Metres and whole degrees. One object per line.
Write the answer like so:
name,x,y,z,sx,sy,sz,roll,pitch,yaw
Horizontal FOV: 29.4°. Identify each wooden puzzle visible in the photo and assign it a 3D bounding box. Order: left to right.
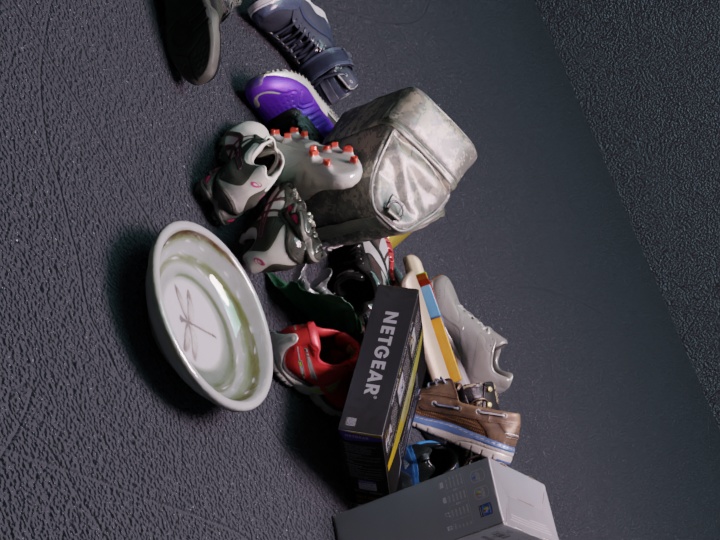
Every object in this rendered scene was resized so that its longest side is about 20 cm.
wooden puzzle,0.097,0.076,1.800,0.200,0.037,0.187,-64,136,-80

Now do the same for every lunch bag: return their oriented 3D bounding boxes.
lunch bag,0.021,-0.110,1.684,0.139,0.199,0.168,46,64,-21

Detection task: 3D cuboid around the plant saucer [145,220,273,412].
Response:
plant saucer,-0.161,0.051,1.366,0.200,0.050,0.201,48,29,-38

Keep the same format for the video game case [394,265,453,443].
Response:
video game case,0.070,0.110,1.867,0.181,0.025,0.201,55,25,-27

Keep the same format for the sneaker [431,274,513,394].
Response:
sneaker,0.166,0.095,2.011,0.076,0.091,0.202,1,67,-67

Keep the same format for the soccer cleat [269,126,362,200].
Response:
soccer cleat,-0.055,-0.116,1.629,0.200,0.069,0.078,30,-57,57

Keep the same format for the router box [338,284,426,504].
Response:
router box,0.028,0.143,1.557,0.158,0.052,0.201,83,19,-50

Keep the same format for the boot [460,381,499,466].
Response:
boot,0.158,0.229,1.855,0.200,0.073,0.152,19,60,-69

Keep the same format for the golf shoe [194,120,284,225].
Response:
golf shoe,-0.120,-0.122,1.584,0.077,0.088,0.201,55,23,-22

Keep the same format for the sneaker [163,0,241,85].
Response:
sneaker,-0.182,-0.299,1.631,0.114,0.076,0.201,22,43,-51

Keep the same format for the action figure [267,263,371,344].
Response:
action figure,-0.020,0.063,1.634,0.055,0.118,0.200,-53,140,-17

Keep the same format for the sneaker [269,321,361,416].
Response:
sneaker,-0.027,0.110,1.565,0.200,0.084,0.078,31,42,-55

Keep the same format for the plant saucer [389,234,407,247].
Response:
plant saucer,0.023,-0.130,1.968,0.201,0.048,0.200,64,21,-6

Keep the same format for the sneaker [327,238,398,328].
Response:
sneaker,0.000,0.000,1.756,0.098,0.071,0.202,27,37,-45

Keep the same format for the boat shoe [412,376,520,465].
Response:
boat shoe,0.104,0.170,1.681,0.073,0.199,0.072,-67,164,-5

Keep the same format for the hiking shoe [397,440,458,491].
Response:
hiking shoe,0.089,0.247,1.685,0.200,0.086,0.075,7,68,-64

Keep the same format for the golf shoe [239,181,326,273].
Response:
golf shoe,-0.098,-0.047,1.557,0.200,0.087,0.078,-125,-168,-76

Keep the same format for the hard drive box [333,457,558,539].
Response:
hard drive box,0.096,0.288,1.517,0.156,0.199,0.077,33,38,-54

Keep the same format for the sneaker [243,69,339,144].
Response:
sneaker,-0.075,-0.179,1.763,0.200,0.069,0.100,35,40,-52

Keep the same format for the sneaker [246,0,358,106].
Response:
sneaker,-0.073,-0.300,1.878,0.202,0.076,0.147,7,59,-66
